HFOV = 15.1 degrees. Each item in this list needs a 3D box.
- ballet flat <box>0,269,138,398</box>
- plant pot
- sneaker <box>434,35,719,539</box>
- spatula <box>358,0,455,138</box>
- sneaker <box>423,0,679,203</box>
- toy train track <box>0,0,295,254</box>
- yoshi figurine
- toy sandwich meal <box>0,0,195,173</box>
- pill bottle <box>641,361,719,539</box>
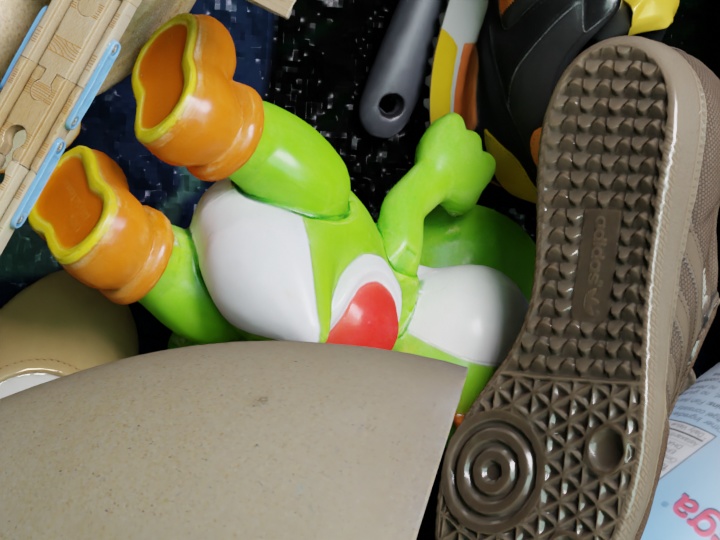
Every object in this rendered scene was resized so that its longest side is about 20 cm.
[{"bbox_3d":[-0.124,0.091,0.871,0.069,0.063,0.200,33,81,-20],"label":"ballet flat"},{"bbox_3d":[-0.062,0.104,0.785,0.134,0.200,0.200,17,87,2],"label":"plant pot"},{"bbox_3d":[0.083,0.030,0.853,0.076,0.070,0.200,13,92,-55],"label":"sneaker"},{"bbox_3d":[0.039,-0.140,0.945,0.057,0.021,0.200,22,86,-23],"label":"spatula"},{"bbox_3d":[0.075,-0.115,0.898,0.070,0.090,0.200,-13,116,-37],"label":"sneaker"},{"bbox_3d":[-0.080,-0.068,0.816,0.115,0.033,0.200,28,87,19],"label":"toy train track"},{"bbox_3d":[-0.006,-0.004,0.895,0.200,0.112,0.112,32,65,-28],"label":"yoshi figurine"},{"bbox_3d":[-0.131,-0.129,0.856,0.205,0.070,0.205,0,91,-24],"label":"toy sandwich meal"},{"bbox_3d":[0.104,0.112,0.922,0.200,0.109,0.109,-34,105,-27],"label":"pill bottle"}]
